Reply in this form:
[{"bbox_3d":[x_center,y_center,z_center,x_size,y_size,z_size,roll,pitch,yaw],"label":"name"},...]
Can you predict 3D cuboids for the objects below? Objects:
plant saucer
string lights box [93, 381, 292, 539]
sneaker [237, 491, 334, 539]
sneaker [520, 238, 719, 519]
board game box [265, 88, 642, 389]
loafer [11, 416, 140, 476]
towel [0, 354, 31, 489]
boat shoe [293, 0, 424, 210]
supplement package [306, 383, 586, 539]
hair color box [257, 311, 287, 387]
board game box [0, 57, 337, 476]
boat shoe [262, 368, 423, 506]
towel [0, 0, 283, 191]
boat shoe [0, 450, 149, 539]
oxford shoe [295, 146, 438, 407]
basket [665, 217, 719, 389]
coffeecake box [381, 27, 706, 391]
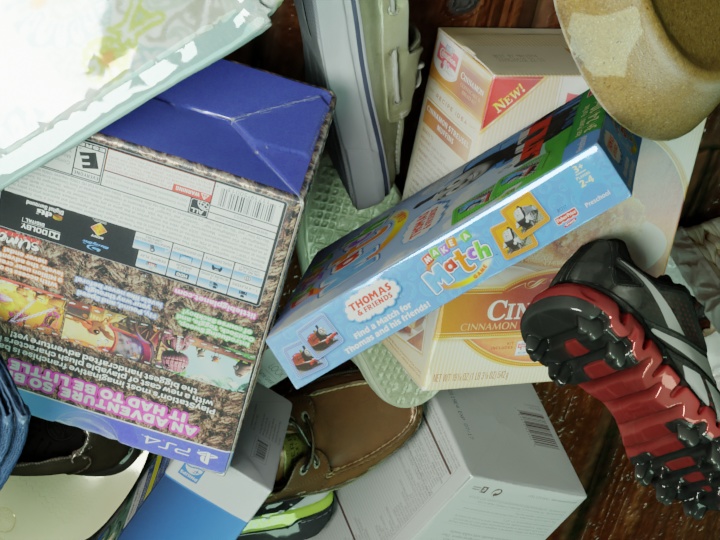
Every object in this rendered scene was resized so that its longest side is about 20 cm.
[{"bbox_3d":[0.162,-0.168,1.212,0.035,0.201,0.200,-4,157,37],"label":"plant saucer"},{"bbox_3d":[-0.119,0.159,1.374,0.059,0.103,0.200,32,114,-10],"label":"string lights box"},{"bbox_3d":[-0.108,0.134,1.528,0.199,0.072,0.083,-7,113,-23],"label":"sneaker"},{"bbox_3d":[0.174,0.060,1.360,0.071,0.098,0.200,-20,123,41],"label":"sneaker"},{"bbox_3d":[0.053,-0.023,1.230,0.200,0.151,0.037,-32,100,17],"label":"board game box"},{"bbox_3d":[-0.224,0.079,1.321,0.199,0.073,0.071,-1,175,11],"label":"loafer"},{"bbox_3d":[-0.236,0.040,1.221,0.048,0.200,0.112,-2,137,-41],"label":"towel"},{"bbox_3d":[0.005,-0.113,1.276,0.062,0.072,0.200,-19,138,-8],"label":"boat shoe"},{"bbox_3d":[0.036,0.166,1.588,0.109,0.114,0.200,14,129,-39],"label":"supplement package"},{"bbox_3d":[-0.150,0.065,1.406,0.200,0.064,0.111,-33,141,8],"label":"hair color box"},{"bbox_3d":[-0.116,-0.013,1.241,0.159,0.097,0.200,18,129,-1],"label":"board game box"},{"bbox_3d":[-0.048,0.115,1.468,0.200,0.072,0.068,-22,-179,-11],"label":"boat shoe"},{"bbox_3d":[-0.156,-0.143,1.103,0.200,0.048,0.171,-31,101,3],"label":"towel"},{"bbox_3d":[-0.193,0.146,1.381,0.201,0.074,0.063,-47,172,12],"label":"boat shoe"},{"bbox_3d":[0.000,0.000,1.423,0.075,0.058,0.200,-29,130,-8],"label":"oxford shoe"},{"bbox_3d":[0.306,0.075,1.567,0.160,0.200,0.198,-21,143,-10],"label":"basket"},{"bbox_3d":[0.106,-0.037,1.378,0.153,0.073,0.200,-3,119,-27],"label":"coffeecake box"}]
